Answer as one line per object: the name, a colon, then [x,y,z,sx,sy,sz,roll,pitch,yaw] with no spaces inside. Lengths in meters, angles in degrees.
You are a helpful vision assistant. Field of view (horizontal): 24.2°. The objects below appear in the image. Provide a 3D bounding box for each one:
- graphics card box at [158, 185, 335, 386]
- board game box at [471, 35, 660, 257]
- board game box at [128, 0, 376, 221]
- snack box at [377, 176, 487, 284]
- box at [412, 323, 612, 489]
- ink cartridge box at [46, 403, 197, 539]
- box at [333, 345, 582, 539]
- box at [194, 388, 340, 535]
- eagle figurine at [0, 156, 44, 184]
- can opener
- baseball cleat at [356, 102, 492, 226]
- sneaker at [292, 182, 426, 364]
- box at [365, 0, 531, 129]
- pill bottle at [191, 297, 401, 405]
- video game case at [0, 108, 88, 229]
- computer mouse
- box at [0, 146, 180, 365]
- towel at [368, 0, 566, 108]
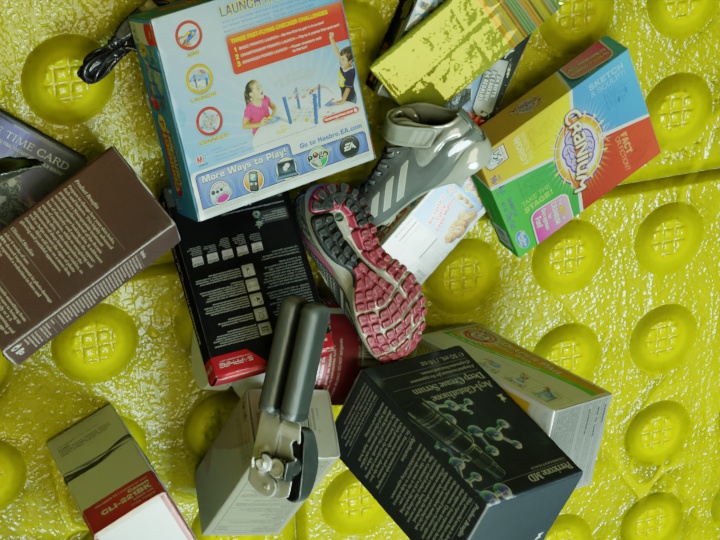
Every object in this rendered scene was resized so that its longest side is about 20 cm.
graphics card box: [-0.114,0.003,1.649,0.125,0.051,0.200,-15,80,-15]
board game box: [0.212,-0.129,1.764,0.200,0.040,0.153,-36,132,-9]
board game box: [-0.100,-0.172,1.596,0.200,0.056,0.196,-21,110,-25]
snack box: [0.094,-0.070,1.778,0.072,0.024,0.200,39,95,-31]
box: [0.151,0.147,1.788,0.101,0.200,0.113,-10,118,-45]
ink cartridge box: [-0.229,0.247,1.691,0.084,0.200,0.144,-32,121,-10]
box: [0.092,0.187,1.676,0.148,0.200,0.107,-11,137,-45]
box: [-0.100,0.201,1.733,0.095,0.078,0.200,3,148,-23]
eagle figurine: [-0.402,-0.070,1.500,0.200,0.152,0.151,26,81,-25]
can opener: [-0.066,0.123,1.601,0.066,0.053,0.200,-6,109,-54]
baseball cleat: [0.032,-0.107,1.686,0.200,0.070,0.106,-28,119,22]
sneaker: [0.000,0.000,1.680,0.081,0.075,0.200,-31,105,-23]
box: [0.106,-0.253,1.690,0.137,0.040,0.200,17,106,-27]
pill bottle: [-0.068,0.082,1.731,0.200,0.113,0.113,3,112,-23]
video game case: [-0.372,-0.057,1.599,0.143,0.019,0.200,30,99,-30]
computer mouse: [-0.172,-0.165,1.615,0.110,0.044,0.200,-51,120,-11]
box: [-0.279,-0.014,1.579,0.200,0.075,0.100,-38,80,-8]
towel: [0.106,-0.237,1.667,0.200,0.018,0.086,-40,116,1]
